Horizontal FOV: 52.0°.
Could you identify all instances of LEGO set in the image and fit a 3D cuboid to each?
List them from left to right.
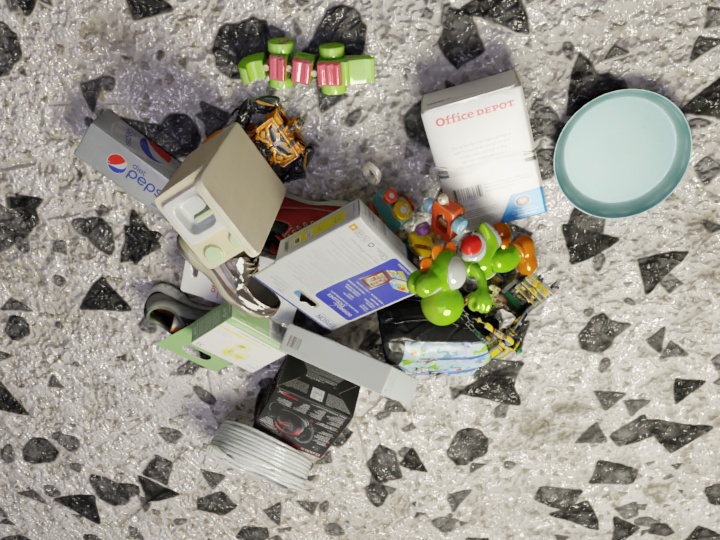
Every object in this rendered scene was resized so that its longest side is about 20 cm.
[{"bbox_3d":[0.211,0.024,1.137,0.201,0.153,0.116,50,145,7],"label":"LEGO set"}]

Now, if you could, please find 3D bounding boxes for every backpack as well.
[{"bbox_3d":[0.130,0.097,1.217,0.196,0.164,0.156,-8,128,-2],"label":"backpack"}]

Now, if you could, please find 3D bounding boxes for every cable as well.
[{"bbox_3d":[-0.188,0.352,1.394,0.197,0.070,0.201,19,159,7],"label":"cable"}]

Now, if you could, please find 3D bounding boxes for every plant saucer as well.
[{"bbox_3d":[0.385,-0.173,1.095,0.196,0.028,0.203,2,120,4],"label":"plant saucer"}]

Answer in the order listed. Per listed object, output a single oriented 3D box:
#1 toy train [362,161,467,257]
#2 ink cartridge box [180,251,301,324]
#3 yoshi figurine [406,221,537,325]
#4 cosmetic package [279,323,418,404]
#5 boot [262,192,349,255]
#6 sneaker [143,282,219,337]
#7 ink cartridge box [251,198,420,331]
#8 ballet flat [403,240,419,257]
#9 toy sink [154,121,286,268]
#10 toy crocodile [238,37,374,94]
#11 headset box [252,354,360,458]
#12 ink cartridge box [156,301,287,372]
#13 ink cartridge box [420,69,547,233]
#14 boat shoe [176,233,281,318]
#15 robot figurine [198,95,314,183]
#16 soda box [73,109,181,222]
[{"bbox_3d":[0.090,-0.092,1.107,0.199,0.055,0.152,37,148,34],"label":"toy train"},{"bbox_3d":[-0.191,0.001,1.238,0.196,0.067,0.117,17,121,-4],"label":"ink cartridge box"},{"bbox_3d":[0.151,0.012,1.045,0.113,0.198,0.112,62,153,11],"label":"yoshi figurine"},{"bbox_3d":[-0.016,0.157,1.225,0.197,0.151,0.052,20,80,25],"label":"cosmetic package"},{"bbox_3d":[-0.071,-0.056,1.147,0.196,0.145,0.074,11,120,-2],"label":"boot"},{"bbox_3d":[-0.289,0.096,1.298,0.197,0.080,0.075,22,119,-8],"label":"sneaker"},{"bbox_3d":[-0.026,0.000,1.105,0.198,0.048,0.197,-23,139,27],"label":"ink cartridge box"},{"bbox_3d":[0.000,0.000,1.202,0.196,0.069,0.069,-6,150,-4],"label":"ballet flat"},{"bbox_3d":[-0.199,-0.094,1.038,0.111,0.201,0.131,-28,116,22],"label":"toy sink"},{"bbox_3d":[-0.076,-0.289,1.058,0.196,0.062,0.069,5,121,3],"label":"toy crocodile"},{"bbox_3d":[-0.105,0.256,1.349,0.147,0.076,0.201,23,138,-7],"label":"headset box"},{"bbox_3d":[-0.235,0.131,1.263,0.198,0.049,0.145,-30,136,27],"label":"ink cartridge box"},{"bbox_3d":[0.182,-0.172,1.084,0.143,0.085,0.203,-12,118,13],"label":"ink cartridge box"},{"bbox_3d":[-0.195,-0.004,1.153,0.073,0.075,0.200,-39,111,24],"label":"boat shoe"},{"bbox_3d":[-0.169,-0.175,1.137,0.198,0.059,0.146,-28,114,21],"label":"robot figurine"},{"bbox_3d":[-0.341,-0.159,1.163,0.199,0.064,0.068,37,119,-14],"label":"soda box"}]
